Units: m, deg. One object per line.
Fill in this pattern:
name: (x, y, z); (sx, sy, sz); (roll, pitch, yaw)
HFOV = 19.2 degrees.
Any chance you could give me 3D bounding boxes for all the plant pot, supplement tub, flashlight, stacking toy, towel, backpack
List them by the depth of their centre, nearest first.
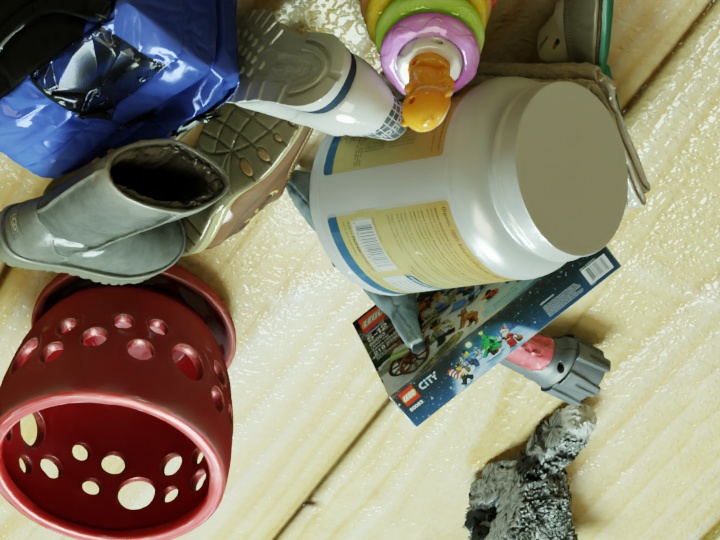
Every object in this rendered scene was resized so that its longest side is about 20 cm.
stacking toy: (0.047, -0.164, 1.476); (0.116, 0.201, 0.110); (-33, 125, 27)
supplement tub: (0.077, -0.060, 1.529); (0.199, 0.145, 0.145); (-7, 140, 45)
backpack: (-0.195, -0.156, 1.529); (0.200, 0.163, 0.168); (-30, 130, 28)
towel: (0.116, -0.102, 1.605); (0.199, 0.035, 0.133); (6, 136, 35)
plant pot: (-0.202, 0.101, 1.774); (0.199, 0.183, 0.201); (1, 136, 1)
flashlight: (0.122, 0.050, 1.790); (0.199, 0.068, 0.068); (26, 101, -24)

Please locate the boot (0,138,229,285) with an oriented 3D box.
boot: (-0.159, -0.047, 1.565); (0.181, 0.073, 0.200); (-5, 164, -41)

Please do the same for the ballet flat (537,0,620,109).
ballet flat: (0.160, -0.152, 1.580); (0.063, 0.068, 0.201); (1, 136, 12)

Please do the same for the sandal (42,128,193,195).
sandal: (-0.183, -0.105, 1.652); (0.200, 0.080, 0.054); (-27, 107, 33)

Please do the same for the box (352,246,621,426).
box: (0.094, 0.020, 1.654); (0.200, 0.137, 0.038); (-38, 116, 4)

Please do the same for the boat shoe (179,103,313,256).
boat shoe: (-0.088, -0.086, 1.667); (0.067, 0.072, 0.200); (-12, 155, -43)

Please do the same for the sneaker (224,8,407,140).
sneaker: (-0.043, -0.134, 1.538); (0.080, 0.200, 0.077); (28, 92, -33)

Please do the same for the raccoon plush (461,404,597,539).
raccoon plush: (0.191, 0.220, 1.944); (0.134, 0.097, 0.200); (22, 133, -29)

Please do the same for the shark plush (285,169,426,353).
shark plush: (0.000, 0.000, 1.656); (0.083, 0.201, 0.091); (20, 130, -39)
